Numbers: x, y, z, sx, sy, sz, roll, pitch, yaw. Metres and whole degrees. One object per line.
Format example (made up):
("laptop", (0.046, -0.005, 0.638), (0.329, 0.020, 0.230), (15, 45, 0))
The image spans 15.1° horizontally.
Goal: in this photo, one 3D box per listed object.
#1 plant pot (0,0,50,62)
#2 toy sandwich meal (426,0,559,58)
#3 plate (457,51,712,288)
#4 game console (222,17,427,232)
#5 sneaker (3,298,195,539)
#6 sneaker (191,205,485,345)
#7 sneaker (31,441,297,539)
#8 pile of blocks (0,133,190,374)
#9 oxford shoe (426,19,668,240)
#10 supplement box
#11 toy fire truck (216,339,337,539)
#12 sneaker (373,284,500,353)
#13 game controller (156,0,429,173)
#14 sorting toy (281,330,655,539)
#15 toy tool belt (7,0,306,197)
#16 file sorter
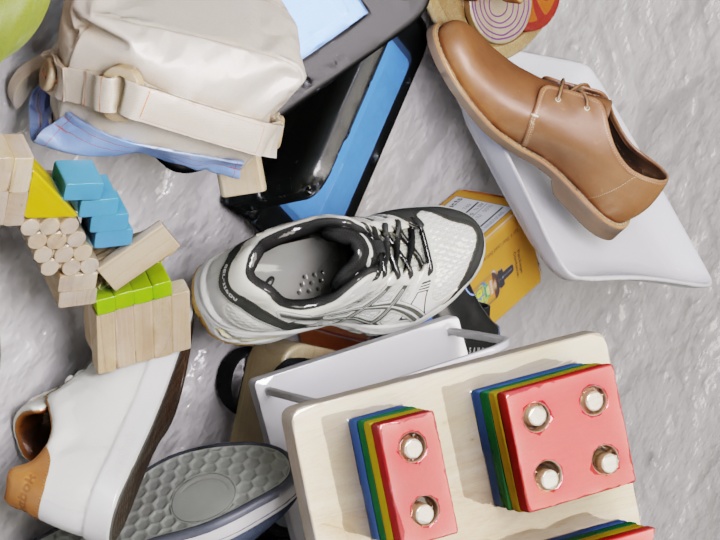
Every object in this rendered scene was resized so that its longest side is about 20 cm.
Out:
("plant pot", (-0.250, -0.140, 1.327), (0.193, 0.199, 0.202), (-34, 126, -58))
("toy sandwich meal", (0.104, -0.238, 1.853), (0.205, 0.070, 0.207), (-13, 106, -50))
("plate", (0.146, -0.067, 1.915), (0.200, 0.032, 0.200), (3, 53, -53))
("game console", (0.006, -0.107, 1.731), (0.116, 0.176, 0.201), (29, 73, -23))
("sneaker", (-0.154, 0.074, 1.602), (0.200, 0.084, 0.073), (-66, 169, -53))
("sneaker", (0.000, 0.000, 1.648), (0.199, 0.088, 0.076), (-15, 81, -28))
("sneaker", (-0.110, 0.195, 1.629), (0.201, 0.077, 0.147), (-26, 127, -1))
("pile of blocks", (-0.157, -0.026, 1.536), (0.082, 0.062, 0.200), (-32, 136, 0))
("oxford shoe", (0.127, -0.109, 1.830), (0.200, 0.071, 0.072), (39, 32, -20))
("supplement box", (0.044, 0.020, 1.852), (0.200, 0.069, 0.067), (-37, 129, -40))
("toy fire truck", (0.010, 0.147, 1.728), (0.199, 0.128, 0.177), (13, 87, -30))
("sneaker", (0.062, 0.073, 1.777), (0.078, 0.070, 0.201), (-37, 127, -32))
("game controller", (-0.057, -0.147, 1.609), (0.200, 0.042, 0.105), (-36, 107, -7))
("sorting toy", (0.076, 0.154, 1.533), (0.199, 0.070, 0.200), (-13, 95, -21))
("toy tool belt", (-0.136, -0.102, 1.521), (0.125, 0.199, 0.123), (-98, -158, -51))
("file sorter", (0.039, 0.144, 1.622), (0.138, 0.124, 0.201), (-17, 97, -19))
